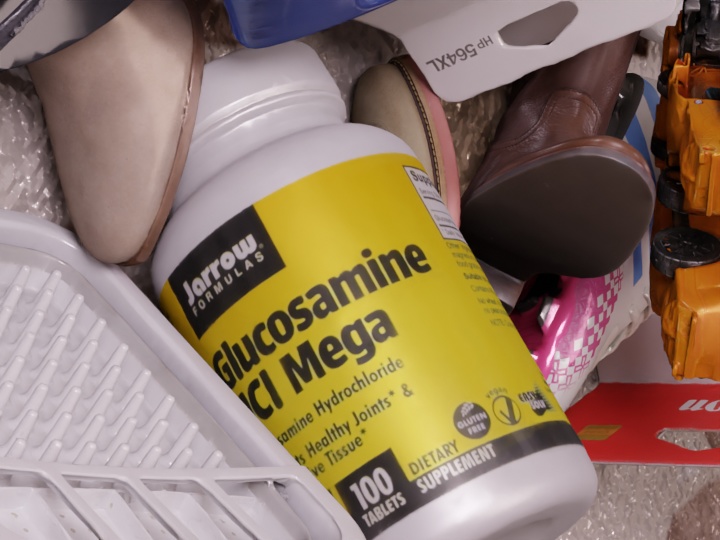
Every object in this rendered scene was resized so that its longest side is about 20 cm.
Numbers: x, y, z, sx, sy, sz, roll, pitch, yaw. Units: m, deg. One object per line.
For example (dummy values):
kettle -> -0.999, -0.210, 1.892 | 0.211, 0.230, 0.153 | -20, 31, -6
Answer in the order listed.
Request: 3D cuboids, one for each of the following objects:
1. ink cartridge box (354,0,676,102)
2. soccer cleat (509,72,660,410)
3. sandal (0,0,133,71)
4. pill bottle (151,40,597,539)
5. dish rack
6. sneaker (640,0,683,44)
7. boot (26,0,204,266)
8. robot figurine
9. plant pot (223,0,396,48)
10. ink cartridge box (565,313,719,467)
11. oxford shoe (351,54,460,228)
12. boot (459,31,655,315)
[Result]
ink cartridge box -> 0.053, -0.182, 0.883 | 0.125, 0.128, 0.202 | 13, 63, -49
soccer cleat -> 0.122, -0.001, 1.026 | 0.086, 0.070, 0.201 | 30, 62, -14
sandal -> -0.136, -0.087, 0.692 | 0.199, 0.043, 0.077 | -31, 114, -18
pill bottle -> -0.007, 0.021, 0.803 | 0.112, 0.112, 0.201 | -8, 63, -50
dish rack -> -0.107, 0.046, 0.699 | 0.171, 0.200, 0.044 | 8, 120, -50
sneaker -> 0.163, -0.210, 1.109 | 0.088, 0.075, 0.202 | 34, 69, -58
boot -> -0.126, -0.111, 0.753 | 0.146, 0.070, 0.202 | 12, 74, -46
robot figurine -> 0.151, -0.043, 0.918 | 0.200, 0.058, 0.146 | -75, 170, -62
plant pot -> 0.016, -0.211, 0.711 | 0.200, 0.178, 0.202 | 84, -8, -73
ink cartridge box -> 0.189, 0.037, 1.018 | 0.176, 0.199, 0.045 | -28, 109, -47
oxford shoe -> 0.000, 0.000, 0.898 | 0.074, 0.071, 0.202 | 4, 63, -9
boot -> 0.100, -0.087, 0.951 | 0.064, 0.186, 0.201 | 31, 65, -12
